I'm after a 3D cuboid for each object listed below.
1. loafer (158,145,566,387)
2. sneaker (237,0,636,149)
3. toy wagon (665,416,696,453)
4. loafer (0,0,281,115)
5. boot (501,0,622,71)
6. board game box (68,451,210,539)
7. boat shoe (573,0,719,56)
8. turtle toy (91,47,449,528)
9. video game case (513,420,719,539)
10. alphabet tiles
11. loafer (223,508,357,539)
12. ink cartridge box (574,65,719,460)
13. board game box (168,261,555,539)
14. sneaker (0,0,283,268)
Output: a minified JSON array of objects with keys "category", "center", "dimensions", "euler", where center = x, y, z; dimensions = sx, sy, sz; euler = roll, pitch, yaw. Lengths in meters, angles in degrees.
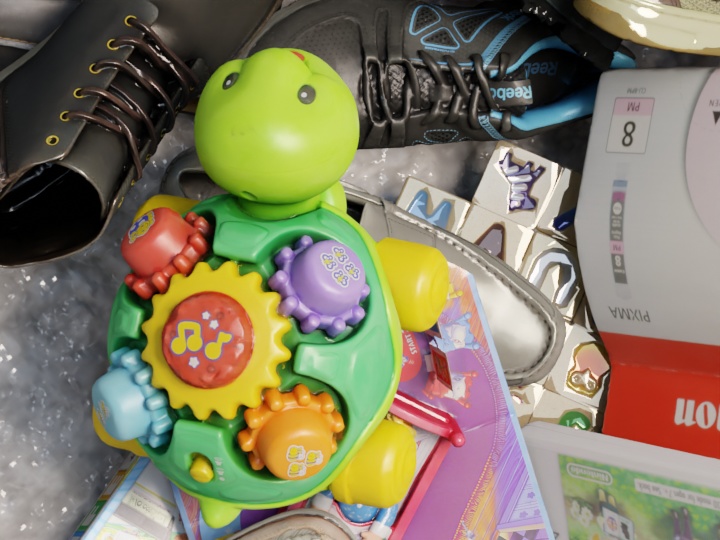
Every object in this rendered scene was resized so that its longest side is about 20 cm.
[{"category":"loafer","center":[0.000,0.000,1.129],"dimensions":[0.200,0.070,0.070],"euler":[22,89,1]},{"category":"sneaker","center":[0.035,-0.093,1.142],"dimensions":[0.200,0.082,0.073],"euler":[-11,109,-27]},{"category":"toy wagon","center":[0.218,0.085,1.146],"dimensions":[0.155,0.200,0.040],"euler":[-4,40,-2]},{"category":"loafer","center":[-0.131,-0.098,1.123],"dimensions":[0.200,0.073,0.072],"euler":[-2,88,-15]},{"category":"boot","center":[0.143,-0.164,1.115],"dimensions":[0.198,0.073,0.163],"euler":[31,95,-41]},{"category":"board game box","center":[-0.047,0.175,1.133],"dimensions":[0.200,0.034,0.135],"euler":[38,75,-9]},{"category":"boat shoe","center":[0.188,-0.130,1.076],"dimensions":[0.200,0.072,0.066],"euler":[-1,122,-28]},{"category":"turtle toy","center":[-0.044,0.008,1.020],"dimensions":[0.145,0.101,0.200],"euler":[10,89,18]},{"category":"video game case","center":[0.156,0.168,1.087],"dimensions":[0.022,0.200,0.182],"euler":[-24,113,-40]},{"category":"alphabet tiles","center":[0.071,0.049,1.166],"dimensions":[0.166,0.006,0.200],"euler":[24,89,-1]},{"category":"loafer","center":[-0.079,0.182,1.057],"dimensions":[0.200,0.063,0.072],"euler":[-39,102,8]},{"category":"ink cartridge box","center":[0.158,0.012,1.081],"dimensions":[0.057,0.162,0.200],"euler":[18,82,-39]},{"category":"board game box","center":[-0.002,0.091,1.087],"dimensions":[0.158,0.039,0.200],"euler":[-18,100,-5]},{"category":"sneaker","center":[-0.092,-0.078,1.053],"dimensions":[0.200,0.106,0.075],"euler":[-42,118,6]}]
